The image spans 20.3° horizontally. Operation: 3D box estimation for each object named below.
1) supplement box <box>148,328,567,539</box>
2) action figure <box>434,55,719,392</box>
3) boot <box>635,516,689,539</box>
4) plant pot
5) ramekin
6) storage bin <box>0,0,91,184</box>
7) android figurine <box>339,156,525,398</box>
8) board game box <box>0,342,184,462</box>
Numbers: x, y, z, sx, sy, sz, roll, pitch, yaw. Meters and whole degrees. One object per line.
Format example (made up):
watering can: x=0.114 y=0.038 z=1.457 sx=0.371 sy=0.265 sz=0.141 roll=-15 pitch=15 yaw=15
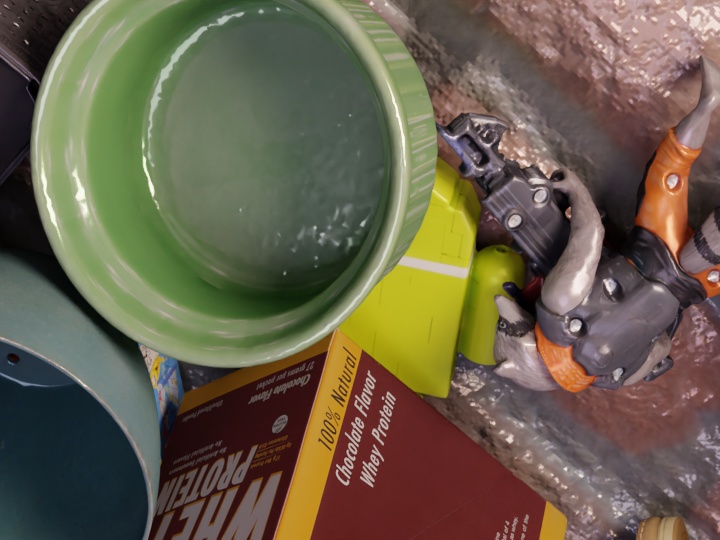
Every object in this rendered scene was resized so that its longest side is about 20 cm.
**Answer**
supplement box: x=-0.012 y=0.181 z=1.109 sx=0.132 sy=0.198 sz=0.200 roll=-24 pitch=127 yaw=40
action figure: x=0.131 y=-0.015 z=1.032 sx=0.200 sy=0.105 sz=0.193 roll=38 pitch=109 yaw=-23
boot: x=0.111 y=0.233 z=1.192 sx=0.154 sy=0.073 sz=0.202 roll=10 pitch=90 yaw=24
plant pot: x=-0.193 y=0.065 z=1.076 sx=0.198 sy=0.135 sz=0.201 roll=5 pitch=128 yaw=7
ramekin: x=-0.057 y=-0.059 z=1.016 sx=0.198 sy=0.098 sz=0.202 roll=3 pitch=100 yaw=18
storage bin: x=-0.249 y=-0.092 z=1.086 sx=0.135 sy=0.094 sz=0.200 roll=39 pitch=124 yaw=-13
android figurine: x=0.000 y=0.000 z=1.115 sx=0.180 sy=0.041 sz=0.201 roll=11 pitch=125 yaw=7
board game box: x=-0.202 y=0.109 z=1.228 sx=0.198 sy=0.056 sz=0.197 roll=0 pitch=123 yaw=14
